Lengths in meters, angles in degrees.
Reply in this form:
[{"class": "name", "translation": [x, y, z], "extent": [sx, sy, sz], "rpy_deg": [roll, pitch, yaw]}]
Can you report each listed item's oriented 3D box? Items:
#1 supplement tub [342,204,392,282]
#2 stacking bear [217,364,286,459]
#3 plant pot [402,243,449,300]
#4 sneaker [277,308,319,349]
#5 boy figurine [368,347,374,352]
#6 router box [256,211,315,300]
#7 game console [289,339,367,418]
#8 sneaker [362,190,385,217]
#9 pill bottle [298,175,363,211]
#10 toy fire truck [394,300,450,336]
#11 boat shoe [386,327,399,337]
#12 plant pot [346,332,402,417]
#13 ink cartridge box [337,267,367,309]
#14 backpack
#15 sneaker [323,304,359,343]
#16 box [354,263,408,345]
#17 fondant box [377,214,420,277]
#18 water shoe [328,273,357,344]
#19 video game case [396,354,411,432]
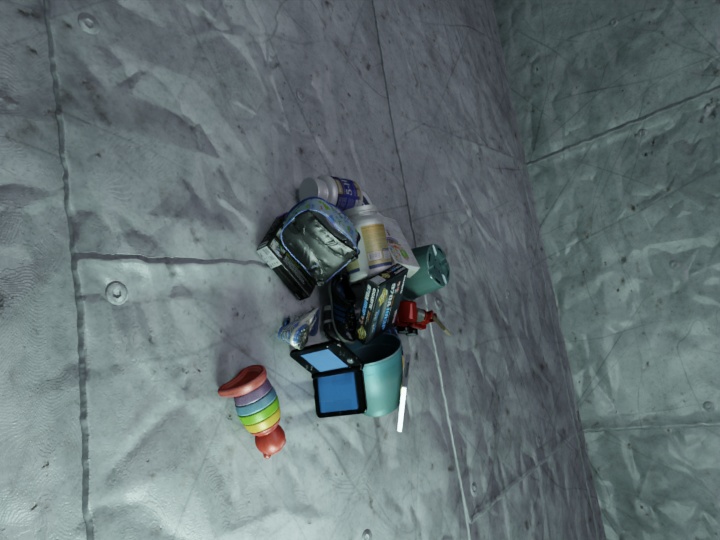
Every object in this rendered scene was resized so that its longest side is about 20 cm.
[{"class": "supplement tub", "translation": [0.011, -0.079, 1.578], "extent": [0.142, 0.141, 0.208], "rpy_deg": [-7, 84, -51]}, {"class": "stacking bear", "translation": [-0.242, 0.349, 1.282], "extent": [0.121, 0.111, 0.206], "rpy_deg": [-34, 108, -50]}, {"class": "plant pot", "translation": [0.200, 0.005, 1.873], "extent": [0.197, 0.192, 0.208], "rpy_deg": [22, 60, -44]}, {"class": "sneaker", "translation": [-0.168, 0.147, 1.463], "extent": [0.200, 0.082, 0.080], "rpy_deg": [-38, 138, -72]}, {"class": "boy figurine", "translation": [0.093, 0.311, 1.726], "extent": [0.123, 0.064, 0.203], "rpy_deg": [-37, 111, -15]}, {"class": "router box", "translation": [-0.192, -0.040, 1.518], "extent": [0.202, 0.050, 0.151], "rpy_deg": [52, 42, -26]}, {"class": "game console", "translation": [-0.089, 0.292, 1.410], "extent": [0.176, 0.196, 0.119], "rpy_deg": [44, 46, -30]}, {"class": "sneaker", "translation": [0.027, -0.168, 1.818], "extent": [0.202, 0.069, 0.110], "rpy_deg": [51, 40, -18]}, {"class": "pill bottle", "translation": [-0.093, -0.232, 1.654], "extent": [0.197, 0.117, 0.125], "rpy_deg": [-1, 78, -51]}, {"class": "toy fire truck", "translation": [0.201, 0.167, 1.812], "extent": [0.173, 0.196, 0.134], "rpy_deg": [20, 61, -44]}, {"class": "boat shoe", "translation": [0.086, 0.217, 1.766], "extent": [0.070, 0.081, 0.204], "rpy_deg": [-68, 145, -48]}, {"class": "plant pot", "translation": [0.044, 0.319, 1.584], "extent": [0.199, 0.194, 0.195], "rpy_deg": [-31, 115, -50]}, {"class": "ink cartridge box", "translation": [0.000, 0.000, 1.715], "extent": [0.204, 0.082, 0.145], "rpy_deg": [58, 42, -17]}, {"class": "backpack", "translation": [-0.115, -0.098, 1.454], "extent": [0.200, 0.181, 0.149], "rpy_deg": [43, 27, -25]}, {"class": "sneaker", "translation": [-0.035, 0.187, 1.617], "extent": [0.195, 0.072, 0.116], "rpy_deg": [19, 66, -30]}, {"class": "box", "translation": [0.060, 0.097, 1.533], "extent": [0.157, 0.045, 0.206], "rpy_deg": [-26, 136, -49]}, {"class": "fondant box", "translation": [0.097, -0.082, 1.723], "extent": [0.142, 0.058, 0.204], "rpy_deg": [10, 46, -49]}, {"class": "water shoe", "translation": [-0.045, 0.111, 1.538], "extent": [0.070, 0.078, 0.207], "rpy_deg": [-12, 82, -34]}, {"class": "video game case", "translation": [0.131, 0.361, 1.580], "extent": [0.201, 0.017, 0.149], "rpy_deg": [-63, 158, -70]}]
